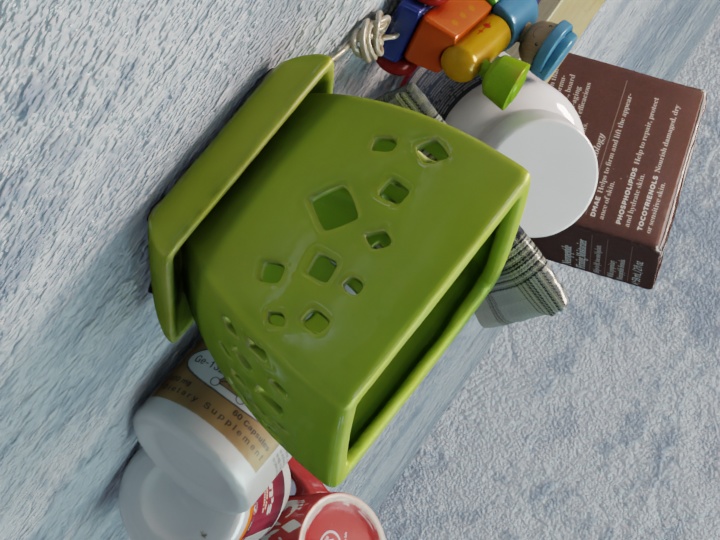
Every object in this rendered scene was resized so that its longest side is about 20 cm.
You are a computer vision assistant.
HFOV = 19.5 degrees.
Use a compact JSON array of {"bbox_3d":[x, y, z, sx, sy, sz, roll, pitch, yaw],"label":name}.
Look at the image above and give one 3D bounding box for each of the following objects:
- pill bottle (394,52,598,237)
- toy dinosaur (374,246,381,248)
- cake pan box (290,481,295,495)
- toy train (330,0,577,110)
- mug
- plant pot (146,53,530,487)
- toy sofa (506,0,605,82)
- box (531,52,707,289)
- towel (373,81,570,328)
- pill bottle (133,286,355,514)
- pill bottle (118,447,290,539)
[{"bbox_3d":[0.104,-0.098,1.603,0.120,0.119,0.200,-56,-157,8],"label":"pill bottle"},{"bbox_3d":[0.018,-0.017,1.628,0.047,0.088,0.200,-40,143,-2],"label":"toy dinosaur"},{"bbox_3d":[-0.010,0.139,2.332,0.201,0.052,0.184,-59,172,26],"label":"cake pan box"},{"bbox_3d":[0.069,-0.154,1.498,0.200,0.115,0.085,-44,166,-47],"label":"toy train"},{"bbox_3d":[-0.088,0.245,1.905,0.133,0.179,0.199,-28,-170,-41],"label":"mug"},{"bbox_3d":[-0.026,-0.007,1.351,0.200,0.181,0.199,-52,171,-18],"label":"plant pot"},{"bbox_3d":[0.151,-0.213,1.861,0.201,0.097,0.083,-54,147,3],"label":"toy sofa"},{"bbox_3d":[0.214,-0.100,2.020,0.166,0.199,0.165,69,38,-75],"label":"box"},{"bbox_3d":[0.063,-0.043,1.516,0.034,0.193,0.200,-37,-175,-9],"label":"towel"},{"bbox_3d":[-0.073,0.078,1.615,0.200,0.114,0.115,-50,170,-24],"label":"pill bottle"},{"bbox_3d":[-0.123,0.183,1.746,0.110,0.109,0.200,-55,170,6],"label":"pill bottle"}]
